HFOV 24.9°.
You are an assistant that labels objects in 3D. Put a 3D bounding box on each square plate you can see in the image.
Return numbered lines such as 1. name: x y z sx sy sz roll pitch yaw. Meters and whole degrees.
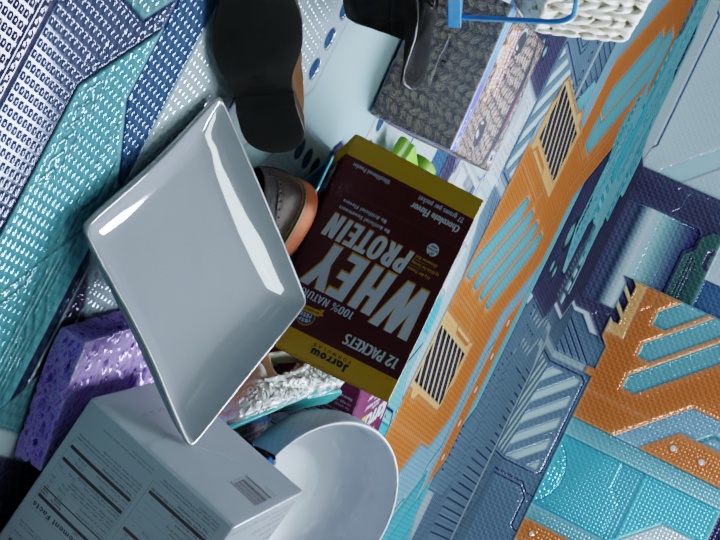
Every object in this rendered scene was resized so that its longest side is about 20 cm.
1. square plate: -0.129 -0.002 1.274 0.198 0.028 0.202 -52 129 -46

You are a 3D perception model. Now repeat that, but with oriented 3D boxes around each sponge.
1. sponge: -0.200 0.087 1.314 0.113 0.030 0.200 -69 163 13

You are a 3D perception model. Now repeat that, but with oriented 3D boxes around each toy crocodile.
1. toy crocodile: 0.047 -0.079 1.821 0.068 0.061 0.201 -58 158 -21

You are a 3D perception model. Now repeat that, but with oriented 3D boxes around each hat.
1. hat: 0.027 -0.264 1.435 0.201 0.080 0.203 9 90 -84

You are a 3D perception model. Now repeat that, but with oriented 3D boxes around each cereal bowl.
1. cereal bowl: -0.062 0.231 1.683 0.198 0.083 0.202 -15 117 -32

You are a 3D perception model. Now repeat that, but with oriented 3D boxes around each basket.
1. basket: 0.217 -0.340 1.683 0.201 0.134 0.124 -112 -146 -44

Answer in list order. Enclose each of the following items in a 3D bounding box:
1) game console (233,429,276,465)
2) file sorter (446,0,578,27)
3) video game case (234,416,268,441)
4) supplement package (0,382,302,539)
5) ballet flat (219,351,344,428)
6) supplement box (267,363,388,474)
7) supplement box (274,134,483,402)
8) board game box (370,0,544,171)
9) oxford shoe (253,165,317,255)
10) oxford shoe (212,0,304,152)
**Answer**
1. game console: -0.165 0.237 1.440 0.171 0.117 0.202 -29 141 -79
2. file sorter: 0.143 -0.340 1.481 0.139 0.121 0.202 78 17 -70
3. video game case: -0.145 0.251 1.668 0.143 0.018 0.203 0 102 -70
4. supplement package: -0.178 0.215 1.282 0.201 0.150 0.152 -54 167 13
5. ballet flat: -0.093 0.117 1.636 0.199 0.071 0.072 -11 125 -57
6. supplement box: -0.018 0.098 1.777 0.131 0.102 0.202 -32 144 -63
7. supplement box: 0.000 0.000 1.531 0.202 0.132 0.197 -64 -175 -4
8. board game box: 0.108 -0.208 1.743 0.161 0.096 0.200 -66 164 4
9. oxford shoe: -0.115 0.000 1.428 0.072 0.071 0.202 27 90 -47
10. oxford shoe: -0.077 -0.182 1.284 0.201 0.070 0.072 89 2 -56
